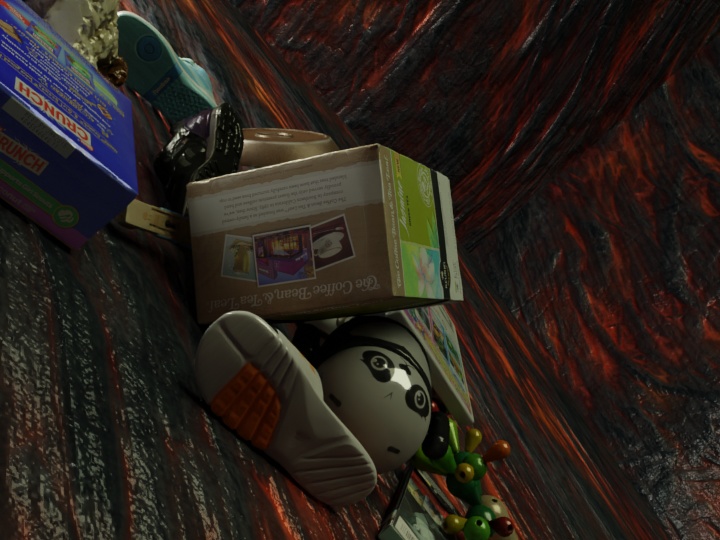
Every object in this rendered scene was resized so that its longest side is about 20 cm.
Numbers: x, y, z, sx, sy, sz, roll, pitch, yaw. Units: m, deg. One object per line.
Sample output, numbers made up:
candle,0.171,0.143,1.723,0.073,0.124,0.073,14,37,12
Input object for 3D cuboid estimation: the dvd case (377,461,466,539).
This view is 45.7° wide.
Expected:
dvd case,0.083,0.278,0.853,0.146,0.022,0.200,50,9,3

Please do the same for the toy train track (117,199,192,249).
toy train track,-0.164,-0.032,0.831,0.199,0.032,0.117,22,70,-57

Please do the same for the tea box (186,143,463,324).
tea box,-0.028,-0.024,0.818,0.196,0.197,0.136,5,78,-67

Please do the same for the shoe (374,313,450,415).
shoe,0.040,0.119,1.082,0.199,0.071,0.092,27,40,-30

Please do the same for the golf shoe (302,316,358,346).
golf shoe,0.006,0.078,0.985,0.077,0.095,0.200,-36,80,-35

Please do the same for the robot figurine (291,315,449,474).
robot figurine,0.010,0.114,0.831,0.200,0.148,0.127,-70,156,-78

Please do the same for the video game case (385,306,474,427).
video game case,0.077,0.063,1.040,0.201,0.023,0.183,57,17,-32

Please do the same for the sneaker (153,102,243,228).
sneaker,-0.188,-0.097,0.939,0.202,0.086,0.076,-84,156,-44

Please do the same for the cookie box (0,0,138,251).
cookie box,-0.268,-0.134,0.687,0.171,0.075,0.201,43,12,-33

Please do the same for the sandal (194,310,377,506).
sandal,-0.062,0.113,0.704,0.208,0.079,0.059,54,6,-24

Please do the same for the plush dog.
plush dog,-0.310,-0.280,0.906,0.201,0.160,0.172,50,-16,-4

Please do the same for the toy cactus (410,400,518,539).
toy cactus,0.126,0.234,0.920,0.166,0.102,0.200,56,-2,-23

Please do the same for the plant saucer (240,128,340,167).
plant saucer,-0.120,-0.174,1.187,0.200,0.197,0.035,-83,175,-75

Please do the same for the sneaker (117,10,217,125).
sneaker,-0.272,-0.277,1.168,0.201,0.079,0.131,53,8,-33
